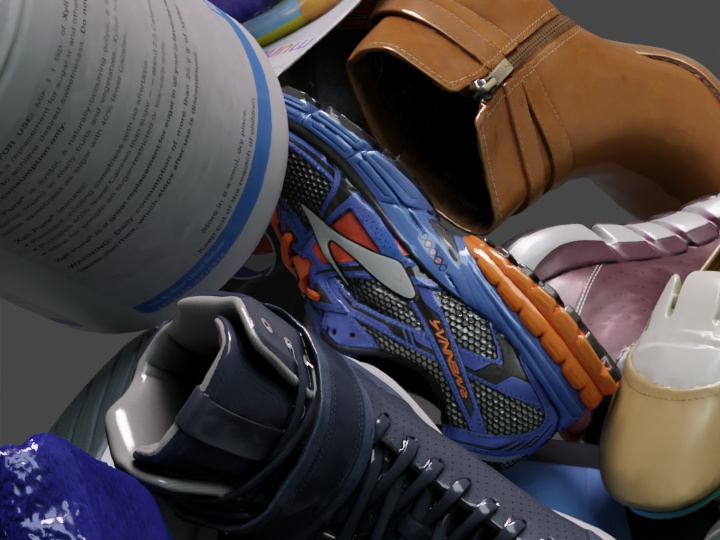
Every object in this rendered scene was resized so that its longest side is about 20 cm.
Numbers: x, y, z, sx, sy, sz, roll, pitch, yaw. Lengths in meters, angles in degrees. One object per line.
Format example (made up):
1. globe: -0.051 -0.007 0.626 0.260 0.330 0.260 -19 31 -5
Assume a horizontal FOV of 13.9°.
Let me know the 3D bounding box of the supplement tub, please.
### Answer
1. supplement tub: -0.124 -0.062 1.010 0.132 0.132 0.200 44 7 31

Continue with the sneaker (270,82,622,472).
1. sneaker: 0.000 0.000 1.091 0.200 0.075 0.078 40 86 18

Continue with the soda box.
1. soda box: -0.021 -0.059 1.232 0.071 0.063 0.200 22 36 4

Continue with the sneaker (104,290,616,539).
1. sneaker: 0.006 0.080 0.957 0.202 0.077 0.146 36 3 35

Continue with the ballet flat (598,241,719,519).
1. ballet flat: 0.140 0.012 1.115 0.068 0.063 0.200 6 37 30

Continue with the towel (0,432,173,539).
1. towel: -0.059 0.152 0.854 0.049 0.148 0.201 -24 75 3

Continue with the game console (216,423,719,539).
1. game console: 0.045 0.124 1.054 0.199 0.031 0.177 8 38 -13

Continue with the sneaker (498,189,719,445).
1. sneaker: 0.142 0.033 1.192 0.199 0.076 0.116 -13 58 -30

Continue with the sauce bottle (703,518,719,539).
1. sauce bottle: 0.180 0.072 1.129 0.065 0.065 0.200 28 29 13

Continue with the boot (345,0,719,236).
1. boot: 0.083 -0.056 1.217 0.200 0.077 0.155 50 32 -11

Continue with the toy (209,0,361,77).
1. toy: -0.022 -0.139 1.217 0.200 0.115 0.047 -44 109 -34

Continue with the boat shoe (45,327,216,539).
1. boat shoe: -0.083 0.098 1.015 0.067 0.074 0.200 43 31 -16
